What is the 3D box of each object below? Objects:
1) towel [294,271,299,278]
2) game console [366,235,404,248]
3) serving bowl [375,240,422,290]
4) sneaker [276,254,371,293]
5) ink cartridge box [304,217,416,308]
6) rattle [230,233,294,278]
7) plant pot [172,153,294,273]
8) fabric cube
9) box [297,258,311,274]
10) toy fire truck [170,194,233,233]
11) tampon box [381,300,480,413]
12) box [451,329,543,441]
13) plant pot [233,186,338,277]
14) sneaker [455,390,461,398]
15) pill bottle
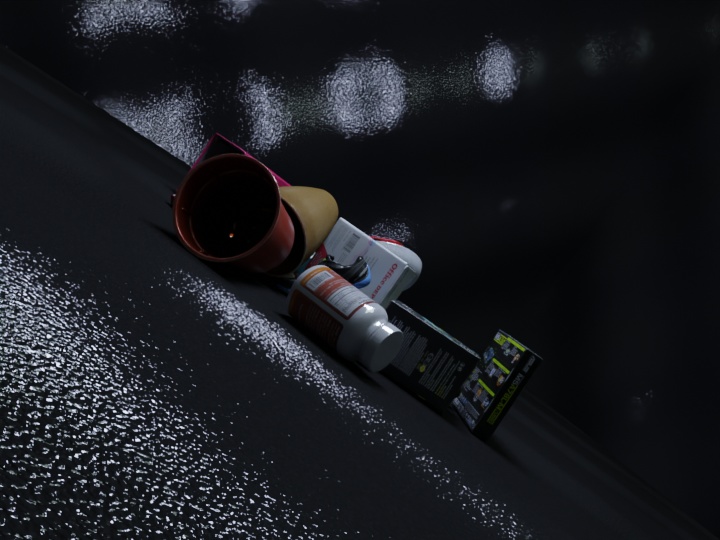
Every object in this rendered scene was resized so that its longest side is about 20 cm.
[{"bbox_3d":[-0.249,-0.056,1.899,0.171,0.048,0.200,36,1,-35],"label":"towel"},{"bbox_3d":[0.000,-0.034,1.882,0.200,0.031,0.177,10,-27,-2],"label":"game console"},{"bbox_3d":[0.046,0.006,1.841,0.200,0.066,0.200,7,-26,3],"label":"serving bowl"},{"bbox_3d":[-0.079,0.010,1.619,0.199,0.083,0.071,-10,2,-2],"label":"sneaker"},{"bbox_3d":[0.000,0.000,1.716,0.200,0.146,0.083,36,1,23],"label":"ink cartridge box"},{"bbox_3d":[-0.208,-0.070,1.708,0.200,0.143,0.130,39,16,-21],"label":"rattle"},{"bbox_3d":[-0.220,-0.088,1.438,0.201,0.201,0.195,35,-6,17],"label":"plant pot"},{"bbox_3d":[-0.331,-0.212,2.045,0.199,0.200,0.196,34,1,-43],"label":"fabric cube"},{"bbox_3d":[-0.155,-0.042,1.835,0.200,0.049,0.082,41,10,-12],"label":"box"},{"bbox_3d":[-0.324,-0.142,1.750,0.168,0.112,0.200,-5,19,-34],"label":"toy fire truck"},{"bbox_3d":[0.115,0.163,1.495,0.200,0.126,0.150,34,2,9],"label":"tampon box"},{"bbox_3d":[0.269,0.225,1.544,0.047,0.193,0.200,35,2,-8],"label":"box"},{"bbox_3d":[-0.140,-0.107,1.654,0.186,0.187,0.200,35,34,15],"label":"plant pot"},{"bbox_3d":[0.149,0.204,1.642,0.078,0.085,0.200,32,4,-42],"label":"sneaker"},{"bbox_3d":[-0.026,0.085,1.333,0.200,0.112,0.112,36,3,29],"label":"pill bottle"}]
